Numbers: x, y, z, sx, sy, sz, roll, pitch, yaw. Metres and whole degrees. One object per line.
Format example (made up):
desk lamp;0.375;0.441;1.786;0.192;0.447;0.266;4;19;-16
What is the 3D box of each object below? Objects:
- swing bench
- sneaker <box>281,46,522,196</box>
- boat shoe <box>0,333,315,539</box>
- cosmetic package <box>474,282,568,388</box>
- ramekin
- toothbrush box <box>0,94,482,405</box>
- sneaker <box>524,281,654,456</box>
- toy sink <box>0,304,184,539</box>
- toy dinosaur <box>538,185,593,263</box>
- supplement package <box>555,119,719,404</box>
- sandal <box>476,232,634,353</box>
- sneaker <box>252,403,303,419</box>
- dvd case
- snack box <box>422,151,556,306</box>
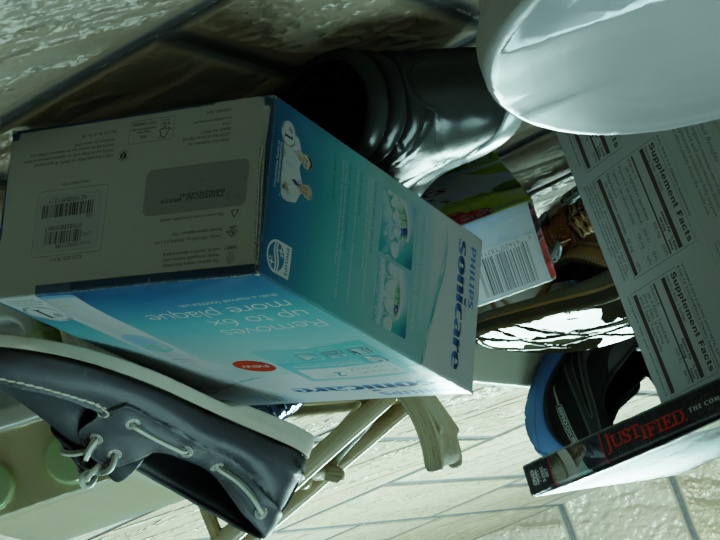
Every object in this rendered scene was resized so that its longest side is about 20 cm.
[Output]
swing bench;-0.038;0.121;1.465;0.200;0.130;0.199;-23;172;4
sneaker;-0.013;-0.059;0.995;0.099;0.071;0.200;1;157;-34
boat shoe;-0.113;0.081;0.979;0.200;0.063;0.073;23;168;-30
cosmetic package;0.061;0.030;1.314;0.103;0.087;0.200;6;178;24
ramekin;0.134;-0.139;0.779;0.202;0.094;0.202;-12;161;-4
toothbrush box;-0.052;-0.002;0.937;0.146;0.085;0.200;-5;161;29
sneaker;0.174;0.042;1.338;0.083;0.200;0.071;8;152;25
toy sink;-0.178;0.073;1.124;0.112;0.130;0.200;-19;167;3
toy dinosaur;0.203;-0.050;1.268;0.200;0.102;0.136;-16;155;36
supplement package;0.212;-0.046;1.056;0.156;0.200;0.111;-9;163;-36
sandal;0.157;-0.001;1.188;0.200;0.055;0.082;-27;151;24
sneaker;-0.067;0.072;1.188;0.084;0.075;0.200;-14;-162;5
dvd case;0.200;0.069;1.020;0.200;0.022;0.146;-31;161;36
snack box;0.000;0.000;1.133;0.200;0.053;0.142;-20;-166;0
